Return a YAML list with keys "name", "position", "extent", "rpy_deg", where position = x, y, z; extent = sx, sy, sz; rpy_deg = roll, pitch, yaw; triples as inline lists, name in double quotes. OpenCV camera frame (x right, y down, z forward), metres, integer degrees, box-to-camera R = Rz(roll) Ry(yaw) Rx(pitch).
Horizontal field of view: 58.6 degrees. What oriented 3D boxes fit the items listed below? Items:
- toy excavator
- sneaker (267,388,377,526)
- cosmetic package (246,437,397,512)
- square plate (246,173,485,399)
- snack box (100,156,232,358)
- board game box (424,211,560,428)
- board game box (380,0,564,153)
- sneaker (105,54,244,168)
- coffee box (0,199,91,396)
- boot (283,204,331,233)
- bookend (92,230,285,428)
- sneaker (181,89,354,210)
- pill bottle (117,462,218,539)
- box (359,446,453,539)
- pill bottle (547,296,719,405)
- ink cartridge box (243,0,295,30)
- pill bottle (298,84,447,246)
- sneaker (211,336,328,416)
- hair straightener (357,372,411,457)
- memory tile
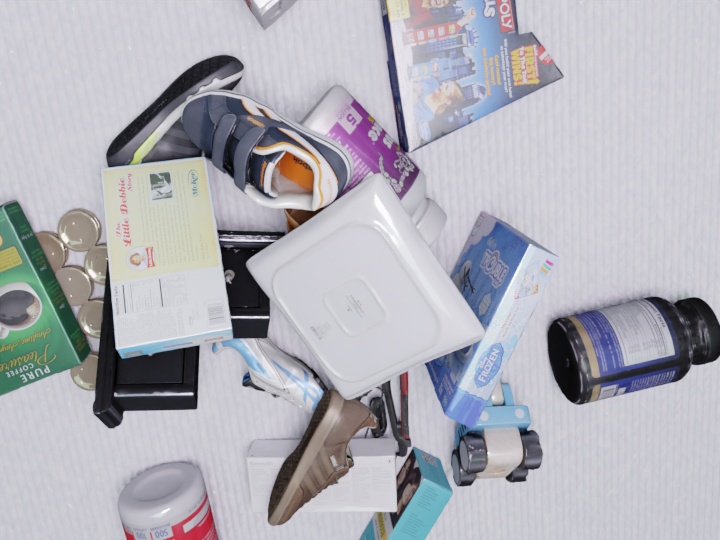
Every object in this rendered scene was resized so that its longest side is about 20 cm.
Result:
- name: "toy excavator"
  position: [0.169, 0.161, 0.845]
  extent: [0.097, 0.205, 0.196]
  rpy_deg: [-3, 150, -6]
- name: "sneaker"
  position: [-0.049, 0.243, 0.787]
  extent: [0.074, 0.071, 0.203]
  rpy_deg: [24, 110, -13]
- name: "cosmetic package"
  position: [-0.049, 0.272, 0.857]
  extent: [0.194, 0.051, 0.085]
  rpy_deg: [-1, 107, 4]
- name: "square plate"
  position: [-0.001, 0.033, 0.668]
  extent: [0.196, 0.029, 0.202]
  rpy_deg: [-29, 104, 28]
- name: "snack box"
  position: [-0.205, -0.019, 0.677]
  extent: [0.113, 0.037, 0.205]
  rpy_deg: [-8, 70, -13]
- name: "board game box"
  position: [0.138, 0.045, 0.752]
  extent: [0.042, 0.200, 0.203]
  rpy_deg: [23, 101, -9]
- name: "board game box"
  position: [0.129, -0.259, 0.744]
  extent: [0.194, 0.062, 0.206]
  rpy_deg: [-11, 106, -4]
- name: "sneaker"
  position: [-0.202, -0.163, 0.741]
  extent: [0.198, 0.072, 0.083]
  rpy_deg: [-38, 127, 7]
- name: "coffee box"
  position: [-0.417, 0.036, 0.754]
  extent: [0.120, 0.044, 0.204]
  rpy_deg: [-21, 105, 0]
- name: "boot"
  position: [0.000, 0.000, 0.724]
  extent: [0.195, 0.156, 0.075]
  rpy_deg: [18, 60, 16]
- name: "bookend"
  position: [-0.183, 0.065, 0.721]
  extent: [0.193, 0.092, 0.206]
  rpy_deg: [2, 68, -11]
- name: "sneaker"
  position: [-0.107, -0.123, 0.653]
  extent: [0.195, 0.080, 0.080]
  rpy_deg: [21, 128, 10]
- name: "pill bottle"
  position: [-0.241, 0.370, 0.843]
  extent: [0.109, 0.112, 0.206]
  rpy_deg: [-10, 106, -3]
- name: "box"
  position: [0.051, 0.356, 0.887]
  extent: [0.048, 0.082, 0.203]
  rpy_deg: [26, 100, -12]
- name: "pill bottle"
  position: [0.355, 0.099, 0.837]
  extent: [0.194, 0.112, 0.115]
  rpy_deg: [-12, 106, -3]
- name: "ink cartridge box"
  position: [-0.127, -0.361, 0.645]
  extent: [0.084, 0.146, 0.202]
  rpy_deg: [-35, 106, 3]
- name: "pill bottle"
  position: [0.007, -0.104, 0.745]
  extent: [0.112, 0.112, 0.200]
  rpy_deg: [-45, 105, 7]
- name: "sneaker"
  position: [-0.103, 0.136, 0.815]
  extent: [0.199, 0.072, 0.073]
  rpy_deg: [42, 83, -8]
- name: "hair straightener"
  position: [0.030, 0.172, 0.865]
  extent: [0.075, 0.041, 0.206]
  rpy_deg: [-2, 110, 7]
- name: "memory tile"
  position: [-0.340, 0.039, 0.795]
  extent: [0.151, 0.017, 0.202]
  rpy_deg: [-32, 105, 3]
